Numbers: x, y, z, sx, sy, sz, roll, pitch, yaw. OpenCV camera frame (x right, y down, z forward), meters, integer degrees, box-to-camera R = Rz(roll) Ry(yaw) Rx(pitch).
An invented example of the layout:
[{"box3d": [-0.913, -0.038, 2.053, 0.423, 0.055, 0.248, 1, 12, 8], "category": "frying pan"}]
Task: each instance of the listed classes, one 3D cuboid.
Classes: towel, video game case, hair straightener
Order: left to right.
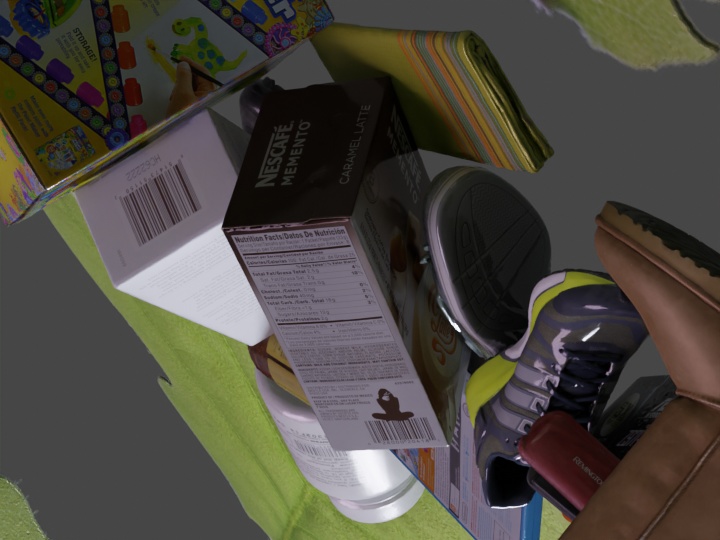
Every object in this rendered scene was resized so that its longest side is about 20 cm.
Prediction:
[{"box3d": [0.034, -0.103, 1.098, 0.086, 0.018, 0.200, 59, 163, -22], "category": "towel"}, {"box3d": [0.051, 0.101, 1.308, 0.200, 0.018, 0.143, 44, 153, 33], "category": "video game case"}, {"box3d": [0.165, 0.152, 1.006, 0.200, 0.041, 0.077, 35, 162, 27], "category": "hair straightener"}]

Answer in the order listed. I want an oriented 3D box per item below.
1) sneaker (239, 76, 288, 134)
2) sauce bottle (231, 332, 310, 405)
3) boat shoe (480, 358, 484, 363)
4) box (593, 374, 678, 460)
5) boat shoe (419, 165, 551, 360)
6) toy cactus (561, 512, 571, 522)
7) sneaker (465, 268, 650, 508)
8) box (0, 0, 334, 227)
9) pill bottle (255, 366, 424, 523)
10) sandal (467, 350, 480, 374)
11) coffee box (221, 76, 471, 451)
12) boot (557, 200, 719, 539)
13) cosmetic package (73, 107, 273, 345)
[{"box3d": [-0.057, -0.048, 1.342, 0.066, 0.090, 0.200, 38, 162, 29], "category": "sneaker"}, {"box3d": [-0.034, 0.053, 1.322, 0.200, 0.066, 0.066, 30, 157, 51], "category": "sauce bottle"}, {"box3d": [0.051, 0.068, 1.372, 0.200, 0.070, 0.070, 40, 168, 27], "category": "boat shoe"}, {"box3d": [0.213, 0.143, 1.073, 0.164, 0.086, 0.200, 50, 165, -6], "category": "box"}, {"box3d": [0.075, 0.008, 1.152, 0.065, 0.074, 0.202, 30, 164, 39], "category": "boat shoe"}, {"box3d": [0.186, 0.178, 1.282, 0.200, 0.102, 0.165, 51, -176, -22], "category": "toy cactus"}, {"box3d": [0.115, 0.067, 1.080, 0.074, 0.081, 0.200, 9, 147, -12], "category": "sneaker"}, {"box3d": [-0.146, -0.133, 1.149, 0.122, 0.192, 0.200, 59, 164, -4], "category": "box"}, {"box3d": [-0.007, 0.120, 1.583, 0.114, 0.114, 0.200, 38, 162, 33], "category": "pill bottle"}, {"box3d": [0.049, 0.000, 1.276, 0.075, 0.048, 0.201, 25, 141, 58], "category": "sandal"}, {"box3d": [0.000, 0.000, 1.143, 0.079, 0.115, 0.200, -4, 136, 20], "category": "coffee box"}, {"box3d": [0.133, 0.091, 0.940, 0.175, 0.200, 0.066, 40, -165, 26], "category": "boot"}, {"box3d": [-0.080, -0.022, 1.216, 0.071, 0.101, 0.200, 64, -167, 21], "category": "cosmetic package"}]
